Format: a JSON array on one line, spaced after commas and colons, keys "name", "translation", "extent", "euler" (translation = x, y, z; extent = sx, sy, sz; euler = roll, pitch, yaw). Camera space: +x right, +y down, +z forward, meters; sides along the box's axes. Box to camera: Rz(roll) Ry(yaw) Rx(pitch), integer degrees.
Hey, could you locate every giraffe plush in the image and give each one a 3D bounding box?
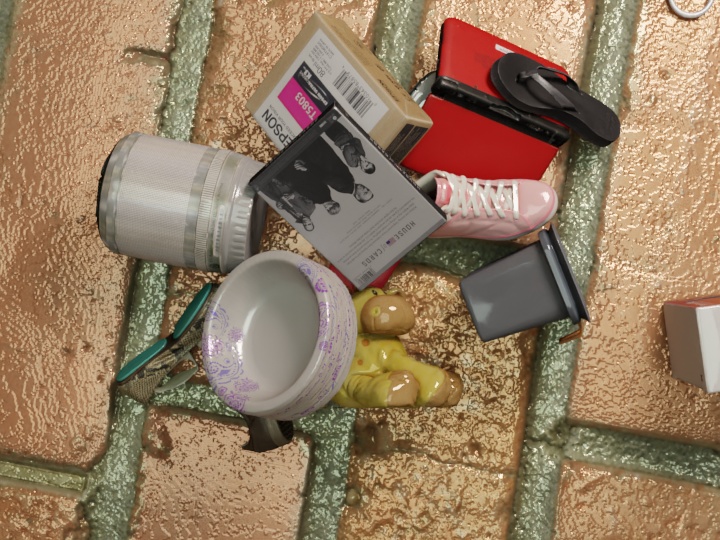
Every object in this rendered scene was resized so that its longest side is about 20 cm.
[{"name": "giraffe plush", "translation": [0.026, 0.097, 1.270], "extent": [0.199, 0.172, 0.163], "euler": [-5, 81, 27]}]

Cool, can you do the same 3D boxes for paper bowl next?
[{"name": "paper bowl", "translation": [-0.090, 0.083, 1.204], "extent": [0.200, 0.104, 0.202], "euler": [-12, 69, 34]}]

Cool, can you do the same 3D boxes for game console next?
[{"name": "game console", "translation": [0.164, -0.206, 1.290], "extent": [0.199, 0.119, 0.173], "euler": [19, 60, -21]}]

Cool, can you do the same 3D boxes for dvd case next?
[{"name": "dvd case", "translation": [-0.015, -0.086, 1.193], "extent": [0.150, 0.025, 0.200], "euler": [-39, 111, 21]}]

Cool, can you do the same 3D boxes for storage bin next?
[{"name": "storage bin", "translation": [0.209, 0.031, 1.242], "extent": [0.134, 0.200, 0.146], "euler": [-22, 90, 13]}]

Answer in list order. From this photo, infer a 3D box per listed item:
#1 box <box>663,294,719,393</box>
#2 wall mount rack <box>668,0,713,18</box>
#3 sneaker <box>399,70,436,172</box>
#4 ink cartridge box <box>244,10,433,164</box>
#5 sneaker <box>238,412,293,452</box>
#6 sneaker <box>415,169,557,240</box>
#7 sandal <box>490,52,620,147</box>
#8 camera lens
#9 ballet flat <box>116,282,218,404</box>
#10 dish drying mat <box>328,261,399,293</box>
[{"name": "box", "translation": [0.509, 0.082, 1.243], "extent": [0.199, 0.152, 0.107], "euler": [-8, 91, 2]}, {"name": "wall mount rack", "translation": [0.483, -0.432, 1.280], "extent": [0.173, 0.075, 0.201], "euler": [10, 91, 2]}, {"name": "sneaker", "translation": [0.067, -0.167, 1.300], "extent": [0.087, 0.075, 0.200], "euler": [37, 92, -4]}, {"name": "ink cartridge box", "translation": [-0.031, -0.199, 1.245], "extent": [0.165, 0.075, 0.200], "euler": [-48, 68, 23]}, {"name": "sneaker", "translation": [-0.157, 0.147, 1.310], "extent": [0.075, 0.070, 0.201], "euler": [-22, 82, 18]}, {"name": "sneaker", "translation": [0.146, -0.085, 1.242], "extent": [0.199, 0.105, 0.076], "euler": [-5, 73, 18]}, {"name": "sandal", "translation": [0.256, -0.228, 1.251], "extent": [0.199, 0.043, 0.076], "euler": [21, 59, -19]}, {"name": "camera lens", "translation": [-0.230, -0.086, 1.264], "extent": [0.199, 0.160, 0.161], "euler": [11, 91, 2]}, {"name": "ballet flat", "translation": [-0.241, 0.105, 1.321], "extent": [0.200, 0.068, 0.075], "euler": [-45, 111, 7]}, {"name": "dish drying mat", "translation": [0.000, 0.000, 1.328], "extent": [0.077, 0.018, 0.201], "euler": [33, 90, -1]}]
